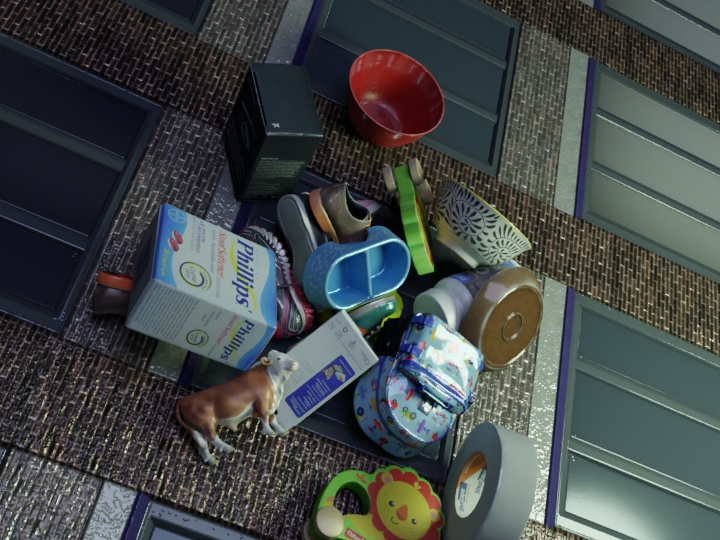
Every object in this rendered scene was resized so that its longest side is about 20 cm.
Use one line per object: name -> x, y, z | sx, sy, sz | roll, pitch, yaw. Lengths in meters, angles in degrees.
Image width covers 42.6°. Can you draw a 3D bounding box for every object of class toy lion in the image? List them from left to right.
toy lion -> 0.031, 0.376, 1.420 | 0.199, 0.069, 0.193 | 33, 47, -4
toy lion -> 0.098, -0.085, 1.638 | 0.068, 0.200, 0.194 | -14, 76, 9

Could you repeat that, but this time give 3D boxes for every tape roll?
tape roll -> 0.196, 0.341, 1.427 | 0.065, 0.201, 0.202 | 20, 55, -13

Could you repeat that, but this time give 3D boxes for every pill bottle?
pill bottle -> 0.197, 0.055, 1.644 | 0.198, 0.114, 0.115 | -20, 72, -33

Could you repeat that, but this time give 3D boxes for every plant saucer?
plant saucer -> 0.255, 0.092, 1.611 | 0.199, 0.203, 0.034 | -20, 33, -33

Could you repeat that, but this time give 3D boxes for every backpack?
backpack -> 0.089, 0.192, 1.488 | 0.182, 0.134, 0.201 | 42, 57, -22

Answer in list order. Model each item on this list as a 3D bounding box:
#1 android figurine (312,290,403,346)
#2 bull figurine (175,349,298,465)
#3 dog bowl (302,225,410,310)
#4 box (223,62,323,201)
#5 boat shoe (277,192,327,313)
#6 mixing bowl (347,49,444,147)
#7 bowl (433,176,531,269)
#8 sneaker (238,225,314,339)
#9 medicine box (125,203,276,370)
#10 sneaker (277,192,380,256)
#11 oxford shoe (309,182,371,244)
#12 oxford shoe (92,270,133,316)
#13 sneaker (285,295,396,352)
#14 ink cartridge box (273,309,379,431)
android figurine -> -0.007, 0.042, 1.600 | 0.181, 0.041, 0.201 | -31, 78, -35
bull figurine -> -0.175, 0.203, 1.389 | 0.198, 0.065, 0.123 | -22, 72, -7
dog bowl -> 0.000, 0.000, 1.501 | 0.198, 0.049, 0.113 | -20, 116, -33
box -> -0.155, -0.233, 1.587 | 0.103, 0.200, 0.150 | -2, 63, -26
boat shoe -> -0.080, -0.032, 1.536 | 0.060, 0.075, 0.203 | -14, 93, -51
mixing bowl -> 0.052, -0.314, 1.789 | 0.197, 0.109, 0.203 | 12, 57, -19
bowl -> 0.193, -0.066, 1.618 | 0.200, 0.201, 0.095 | 39, 91, 0
sneaker -> -0.150, 0.016, 1.522 | 0.074, 0.081, 0.201 | -22, 74, -31
medicine box -> -0.233, 0.024, 1.378 | 0.198, 0.103, 0.183 | 23, 33, -24
sneaker -> -0.060, -0.105, 1.636 | 0.199, 0.075, 0.105 | -29, 82, -31
oxford shoe -> -0.008, -0.060, 1.541 | 0.201, 0.072, 0.072 | 56, 24, -33
oxford shoe -> -0.320, 0.058, 1.439 | 0.198, 0.071, 0.074 | 17, 90, -25
sneaker -> -0.019, 0.113, 1.507 | 0.198, 0.071, 0.081 | -30, 91, -1
ink cartridge box -> -0.075, 0.160, 1.455 | 0.199, 0.039, 0.100 | -37, 87, 4
